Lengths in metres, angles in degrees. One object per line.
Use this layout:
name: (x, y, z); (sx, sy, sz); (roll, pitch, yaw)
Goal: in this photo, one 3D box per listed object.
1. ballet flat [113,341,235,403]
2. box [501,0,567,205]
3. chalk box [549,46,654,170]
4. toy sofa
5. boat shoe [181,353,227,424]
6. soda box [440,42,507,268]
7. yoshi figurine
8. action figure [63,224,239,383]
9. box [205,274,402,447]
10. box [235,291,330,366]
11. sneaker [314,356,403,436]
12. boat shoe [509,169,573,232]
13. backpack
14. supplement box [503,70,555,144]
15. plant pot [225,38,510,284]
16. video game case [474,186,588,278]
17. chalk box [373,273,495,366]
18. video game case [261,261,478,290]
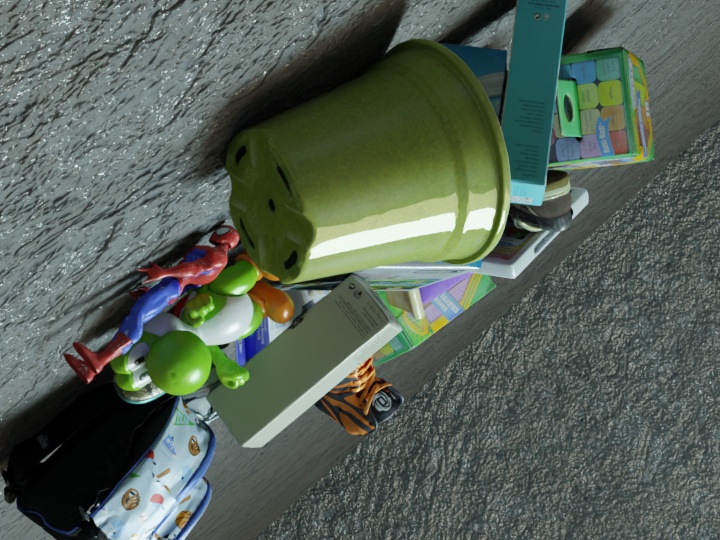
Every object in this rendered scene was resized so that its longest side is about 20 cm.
ballet flat: (-0.184, 0.066, 1.508); (0.200, 0.068, 0.076); (-33, 147, -57)
box: (0.163, -0.170, 1.408); (0.082, 0.049, 0.201); (70, 27, -79)
chalk box: (0.259, -0.183, 1.684); (0.123, 0.125, 0.200); (-5, -179, 19)
toy sofa: (0.124, -0.023, 1.753); (0.199, 0.097, 0.083); (-30, 122, -29)
boat shoe: (-0.178, 0.136, 1.605); (0.070, 0.072, 0.201); (-24, -178, -21)
soda box: (0.095, -0.109, 1.394); (0.064, 0.067, 0.201); (67, 31, -79)
yoshi figurine: (-0.143, 0.061, 1.413); (0.200, 0.113, 0.112); (-34, 178, -31)
action figure: (-0.183, 0.021, 1.338); (0.200, 0.052, 0.065); (-39, 176, -29)
box: (-0.056, 0.094, 1.507); (0.200, 0.069, 0.082); (-39, 168, 3)
box: (-0.081, 0.065, 1.683); (0.041, 0.120, 0.200); (0, -171, 25)
sneaker: (0.006, 0.106, 1.623); (0.077, 0.112, 0.200); (-38, 160, -34)
boat shoe: (0.186, -0.075, 1.608); (0.071, 0.066, 0.201); (-13, -173, -7)
backpack: (-0.238, 0.209, 1.507); (0.199, 0.154, 0.191); (14, -117, 51)
supplement box: (0.095, -0.119, 1.539); (0.200, 0.111, 0.086); (-40, 169, 2)
plant pot: (-0.006, -0.076, 1.237); (0.183, 0.201, 0.201); (-20, 160, -29)
video game case: (0.135, -0.055, 1.694); (0.182, 0.199, 0.024); (-42, 129, -42)
chalk box: (0.044, 0.035, 1.847); (0.200, 0.124, 0.124); (-35, -177, -27)
video game case: (0.000, 0.000, 1.545); (0.199, 0.022, 0.182); (0, 172, -21)
